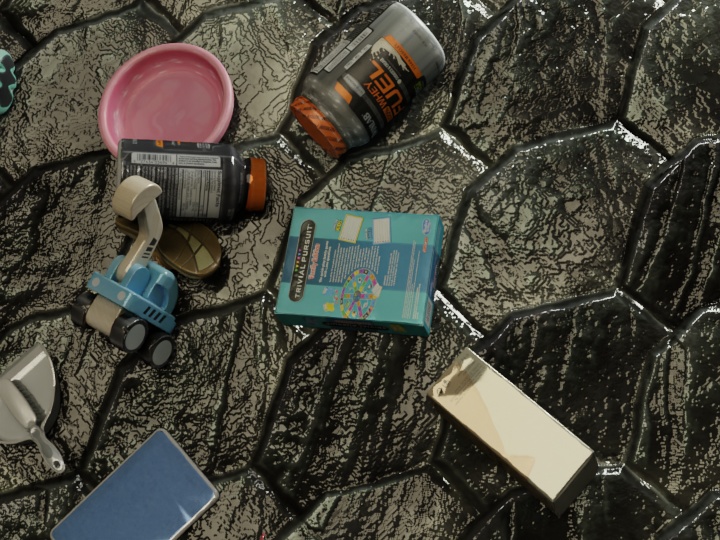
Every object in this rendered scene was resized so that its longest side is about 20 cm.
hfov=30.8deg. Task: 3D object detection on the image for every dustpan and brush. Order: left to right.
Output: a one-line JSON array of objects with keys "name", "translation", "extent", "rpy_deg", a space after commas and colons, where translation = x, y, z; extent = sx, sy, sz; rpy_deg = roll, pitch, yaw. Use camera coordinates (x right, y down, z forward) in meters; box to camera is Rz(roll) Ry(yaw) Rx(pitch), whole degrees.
[{"name": "dustpan and brush", "translation": [-0.432, 0.196, 1.710], "extent": [0.139, 0.057, 0.200], "rpy_deg": [-41, 65, -5]}]

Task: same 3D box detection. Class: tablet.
[{"name": "tablet", "translation": [-0.287, 0.310, 1.655], "extent": [0.200, 0.014, 0.130], "rpy_deg": [-43, 65, -7]}]

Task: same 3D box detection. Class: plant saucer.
[{"name": "plant saucer", "translation": [-0.271, -0.224, 1.848], "extent": [0.198, 0.051, 0.203], "rpy_deg": [-5, 68, 12]}]

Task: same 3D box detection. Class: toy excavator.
[{"name": "toy excavator", "translation": [-0.287, -0.001, 1.677], "extent": [0.099, 0.194, 0.201], "rpy_deg": [23, 80, 30]}]

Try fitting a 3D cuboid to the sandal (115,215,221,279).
[{"name": "sandal", "translation": [-0.257, -0.034, 1.764], "extent": [0.199, 0.054, 0.080], "rpy_deg": [27, 48, 37]}]

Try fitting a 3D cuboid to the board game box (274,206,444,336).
[{"name": "board game box", "translation": [0.000, 0.000, 1.692], "extent": [0.198, 0.047, 0.152], "rpy_deg": [4, 70, 15]}]

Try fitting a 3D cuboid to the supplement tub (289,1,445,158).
[{"name": "supplement tub", "translation": [0.008, -0.254, 1.753], "extent": [0.200, 0.123, 0.122], "rpy_deg": [-45, 65, -6]}]

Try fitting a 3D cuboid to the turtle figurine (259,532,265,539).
[{"name": "turtle figurine", "translation": [-0.163, 0.387, 1.551], "extent": [0.198, 0.101, 0.151], "rpy_deg": [-7, 107, 12]}]

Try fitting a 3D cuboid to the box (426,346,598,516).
[{"name": "box", "translation": [0.181, 0.191, 1.546], "extent": [0.200, 0.095, 0.078], "rpy_deg": [39, 82, 25]}]

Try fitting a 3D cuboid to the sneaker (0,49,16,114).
[{"name": "sneaker", "translation": [-0.597, -0.241, 1.918], "extent": [0.139, 0.078, 0.202], "rpy_deg": [10, 71, 16]}]

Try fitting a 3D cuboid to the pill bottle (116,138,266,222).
[{"name": "pill bottle", "translation": [-0.226, -0.119, 1.743], "extent": [0.198, 0.106, 0.107], "rpy_deg": [2, 67, -12]}]
